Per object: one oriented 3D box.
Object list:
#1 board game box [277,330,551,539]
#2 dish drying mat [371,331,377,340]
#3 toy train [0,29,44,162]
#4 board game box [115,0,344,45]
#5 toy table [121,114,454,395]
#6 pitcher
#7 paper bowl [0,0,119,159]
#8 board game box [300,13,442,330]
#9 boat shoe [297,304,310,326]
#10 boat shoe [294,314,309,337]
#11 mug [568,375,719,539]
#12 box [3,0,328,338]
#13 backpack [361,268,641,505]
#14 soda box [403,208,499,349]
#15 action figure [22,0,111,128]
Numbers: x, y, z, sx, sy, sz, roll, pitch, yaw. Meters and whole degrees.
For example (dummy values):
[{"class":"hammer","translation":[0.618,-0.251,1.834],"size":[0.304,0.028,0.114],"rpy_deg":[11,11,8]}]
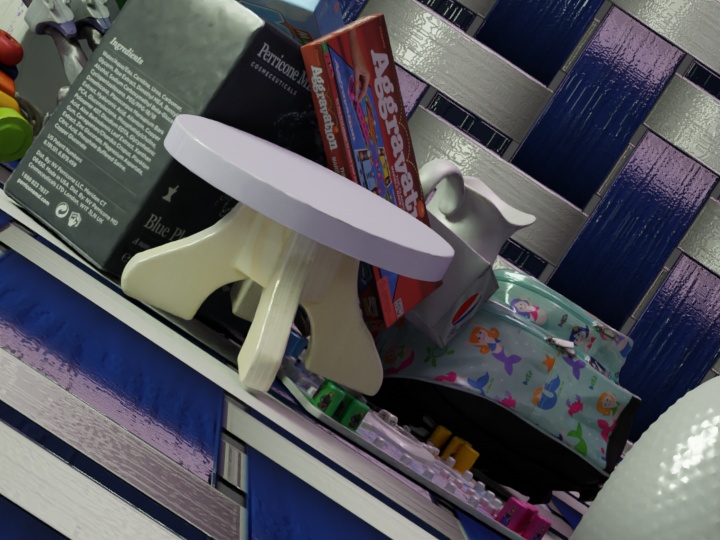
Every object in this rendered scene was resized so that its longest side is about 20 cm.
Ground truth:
[{"class":"board game box","translation":[0.026,0.113,1.554],"size":[0.199,0.026,0.200],"rpy_deg":[34,2,-19]},{"class":"dish drying mat","translation":[0.000,0.000,1.760],"size":[0.018,0.076,0.201],"rpy_deg":[-91,167,-55]},{"class":"toy train","translation":[-0.269,-0.118,1.618],"size":[0.200,0.085,0.116],"rpy_deg":[32,13,-42]},{"class":"board game box","translation":[-0.104,-0.205,1.673],"size":[0.199,0.037,0.151],"rpy_deg":[22,-19,17]},{"class":"toy table","translation":[-0.052,-0.006,1.422],"size":[0.199,0.118,0.184],"rpy_deg":[27,13,-1]},{"class":"pitcher","translation":[0.045,0.005,1.859],"size":[0.121,0.201,0.171],"rpy_deg":[35,3,31]},{"class":"paper bowl","translation":[-0.237,-0.184,1.829],"size":[0.104,0.201,0.200],"rpy_deg":[34,2,39]},{"class":"board game box","translation":[0.010,-0.069,1.523],"size":[0.019,0.201,0.103],"rpy_deg":[-7,14,26]},{"class":"boat shoe","translation":[-0.060,0.001,1.679],"size":[0.199,0.068,0.074],"rpy_deg":[39,-6,42]},{"class":"boat shoe","translation":[-0.046,-0.002,1.868],"size":[0.071,0.062,0.200],"rpy_deg":[51,-12,20]},{"class":"mug","translation":[0.264,0.176,1.630],"size":[0.147,0.176,0.200],"rpy_deg":[34,4,20]},{"class":"box","translation":[-0.108,-0.082,1.539],"size":[0.117,0.201,0.196],"rpy_deg":[35,3,33]},{"class":"backpack","translation":[0.106,0.084,1.729],"size":[0.199,0.151,0.177],"rpy_deg":[24,-16,-24]},{"class":"soda box","translation":[0.008,-0.034,1.646],"size":[0.200,0.068,0.063],"rpy_deg":[42,-7,18]},{"class":"action figure","translation":[-0.194,-0.141,1.654],"size":[0.130,0.069,0.201],"rpy_deg":[-16,73,-43]}]
